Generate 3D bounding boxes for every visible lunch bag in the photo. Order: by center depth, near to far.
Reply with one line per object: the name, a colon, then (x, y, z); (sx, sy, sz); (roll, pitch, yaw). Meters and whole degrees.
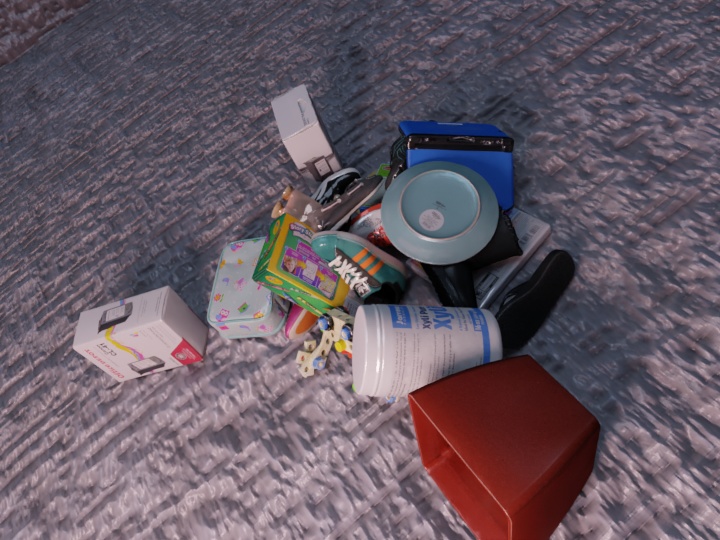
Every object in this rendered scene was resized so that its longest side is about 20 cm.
lunch bag: (-0.212, 0.031, 1.234); (0.158, 0.077, 0.203); (-9, 52, 21)

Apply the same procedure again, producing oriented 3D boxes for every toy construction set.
toy construction set: (-0.019, 0.137, 1.049); (0.198, 0.133, 0.092); (8, 27, 36)

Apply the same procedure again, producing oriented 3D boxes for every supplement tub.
supplement tub: (0.093, 0.117, 0.920); (0.196, 0.133, 0.134); (3, 51, -10)

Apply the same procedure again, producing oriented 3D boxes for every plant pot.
plant pot: (0.197, 0.233, 0.827); (0.175, 0.202, 0.200); (-30, 47, -14)

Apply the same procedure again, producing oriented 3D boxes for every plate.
plate: (0.130, -0.104, 1.050); (0.196, 0.026, 0.203); (-2, 63, 3)

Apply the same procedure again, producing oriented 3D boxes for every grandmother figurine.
grandmother figurine: (-0.064, -0.087, 1.209); (0.198, 0.061, 0.122); (33, 93, 0)

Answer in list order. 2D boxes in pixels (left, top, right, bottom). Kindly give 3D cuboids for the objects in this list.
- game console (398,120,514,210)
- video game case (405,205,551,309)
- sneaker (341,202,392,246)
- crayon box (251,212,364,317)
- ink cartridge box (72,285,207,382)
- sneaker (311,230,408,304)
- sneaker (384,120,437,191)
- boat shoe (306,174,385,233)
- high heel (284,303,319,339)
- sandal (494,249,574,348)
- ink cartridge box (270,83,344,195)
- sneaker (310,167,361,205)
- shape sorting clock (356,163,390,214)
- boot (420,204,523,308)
game console: (0.172, -0.196, 1.169); (0.196, 0.120, 0.171); (1, 26, -8)
video game case: (0.206, -0.041, 1.128); (0.200, 0.024, 0.181); (-47, 50, -12)
sneaker: (0.066, -0.068, 1.135); (0.199, 0.067, 0.109); (-29, 63, -7)
crayon box: (-0.079, 0.003, 1.114); (0.058, 0.198, 0.120); (-30, 37, 48)
ink cartridge box: (-0.415, 0.125, 1.212); (0.197, 0.148, 0.087); (-17, 48, 14)
sneaker: (0.000, 0.000, 1.090); (0.071, 0.198, 0.081); (-32, 42, 48)
sneaker: (0.092, -0.212, 1.239); (0.078, 0.076, 0.201); (3, 47, 39)
boat shoe: (-0.023, -0.130, 1.143); (0.200, 0.057, 0.067); (-48, 6, -39)
high heel: (-0.108, 0.037, 1.181); (0.095, 0.068, 0.201); (18, 59, 23)
sandal: (0.267, 0.048, 1.013); (0.200, 0.076, 0.048); (-43, 24, -19)
ink cartridge box: (-0.100, -0.256, 1.312); (0.082, 0.201, 0.146); (-25, 49, 5)
sneaker: (-0.064, -0.108, 1.274); (0.199, 0.073, 0.113); (-37, 51, 11)
shape sorting clock: (0.085, -0.150, 1.254); (0.197, 0.039, 0.202); (-10, 51, 12)
boot: (0.193, -0.012, 1.051); (0.160, 0.074, 0.200); (-23, 64, -8)
